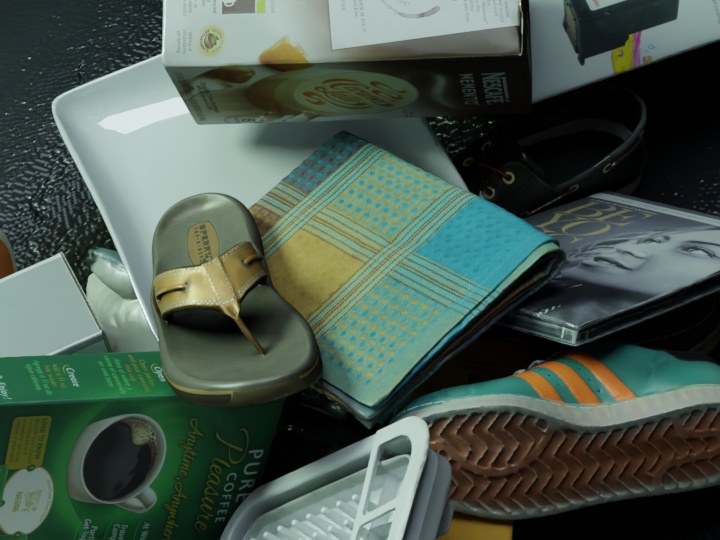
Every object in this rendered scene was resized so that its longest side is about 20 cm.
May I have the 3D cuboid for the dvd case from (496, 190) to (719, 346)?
[{"bbox_3d":[0.129,-0.005,1.419,0.199,0.016,0.148,-18,24,-42],"label":"dvd case"}]

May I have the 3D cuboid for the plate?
[{"bbox_3d":[-0.057,-0.058,1.496,0.198,0.032,0.201,-23,57,-9],"label":"plate"}]

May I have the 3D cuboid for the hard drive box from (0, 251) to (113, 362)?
[{"bbox_3d":[-0.222,0.105,1.403,0.199,0.157,0.077,-23,43,-10],"label":"hard drive box"}]

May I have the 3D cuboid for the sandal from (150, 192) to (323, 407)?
[{"bbox_3d":[-0.074,0.006,1.350,0.081,0.055,0.200,-16,35,0],"label":"sandal"}]

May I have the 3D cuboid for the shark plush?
[{"bbox_3d":[-0.085,0.033,1.506,0.199,0.092,0.083,11,18,32],"label":"shark plush"}]

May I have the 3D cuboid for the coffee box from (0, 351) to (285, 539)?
[{"bbox_3d":[-0.146,0.103,1.359,0.199,0.124,0.044,-3,35,-26],"label":"coffee box"}]

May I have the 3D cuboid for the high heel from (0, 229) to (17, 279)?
[{"bbox_3d":[-0.236,0.016,1.479,0.095,0.200,0.068,-11,84,11],"label":"high heel"}]

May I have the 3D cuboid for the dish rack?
[{"bbox_3d":[-0.024,0.174,1.289,0.200,0.043,0.173,-28,38,51],"label":"dish rack"}]

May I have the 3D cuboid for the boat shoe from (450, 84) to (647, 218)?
[{"bbox_3d":[0.083,-0.055,1.527,0.200,0.063,0.074,-23,53,-20],"label":"boat shoe"}]

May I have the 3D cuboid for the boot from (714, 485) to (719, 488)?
[{"bbox_3d":[0.289,0.057,1.376,0.199,0.073,0.167,9,51,27],"label":"boot"}]

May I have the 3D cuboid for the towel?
[{"bbox_3d":[0.000,0.000,1.382,0.146,0.022,0.200,-40,39,-18],"label":"towel"}]

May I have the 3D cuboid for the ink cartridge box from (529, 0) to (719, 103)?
[{"bbox_3d":[0.154,-0.166,1.581,0.199,0.083,0.146,-19,7,-4],"label":"ink cartridge box"}]

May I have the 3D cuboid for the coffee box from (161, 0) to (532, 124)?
[{"bbox_3d":[-0.004,-0.138,1.443,0.198,0.114,0.080,-2,77,6],"label":"coffee box"}]

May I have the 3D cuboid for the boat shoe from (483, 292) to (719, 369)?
[{"bbox_3d":[0.108,0.027,1.458,0.198,0.065,0.072,-6,43,8],"label":"boat shoe"}]

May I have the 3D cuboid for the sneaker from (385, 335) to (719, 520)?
[{"bbox_3d":[0.105,0.078,1.343,0.198,0.072,0.080,-2,29,-10],"label":"sneaker"}]

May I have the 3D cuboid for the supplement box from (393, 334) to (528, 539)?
[{"bbox_3d":[0.047,0.123,1.371,0.066,0.069,0.201,12,48,-3],"label":"supplement box"}]
